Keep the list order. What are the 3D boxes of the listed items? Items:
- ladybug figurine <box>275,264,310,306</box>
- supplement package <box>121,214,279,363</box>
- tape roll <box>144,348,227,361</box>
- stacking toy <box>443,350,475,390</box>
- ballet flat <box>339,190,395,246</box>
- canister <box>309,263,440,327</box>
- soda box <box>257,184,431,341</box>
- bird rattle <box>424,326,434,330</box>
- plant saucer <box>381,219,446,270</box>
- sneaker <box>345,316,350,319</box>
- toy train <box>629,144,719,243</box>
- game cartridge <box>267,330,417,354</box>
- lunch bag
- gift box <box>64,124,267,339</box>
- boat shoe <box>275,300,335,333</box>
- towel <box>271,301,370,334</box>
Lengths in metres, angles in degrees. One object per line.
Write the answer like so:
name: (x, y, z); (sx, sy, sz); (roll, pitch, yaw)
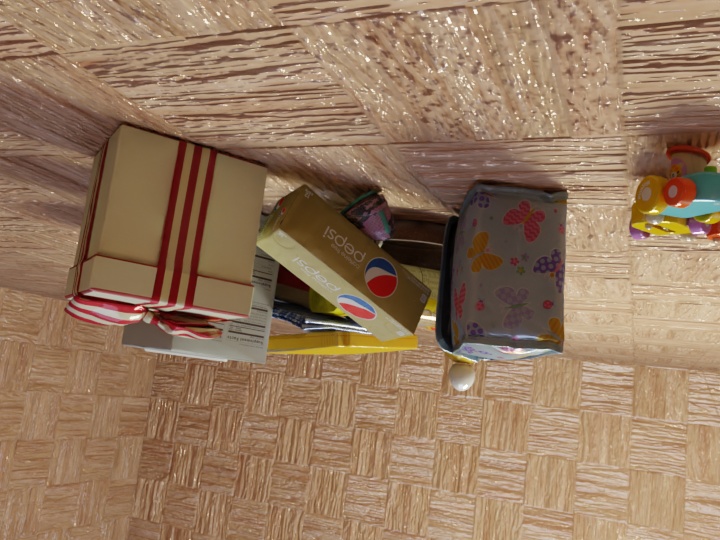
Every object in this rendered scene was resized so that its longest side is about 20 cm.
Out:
ladybug figurine: (-0.101, 0.007, 1.117); (0.198, 0.073, 0.136); (9, -162, -27)
supplement package: (-0.219, 0.018, 0.943); (0.150, 0.203, 0.151); (16, 168, -41)
tape roll: (-0.279, 0.045, 1.140); (0.137, 0.206, 0.203); (8, 170, -7)
stacking toy: (0.190, 0.119, 1.242); (0.144, 0.203, 0.146); (7, 170, 1)
ballet flat: (-0.016, -0.041, 0.824); (0.069, 0.072, 0.199); (-25, -177, -26)
canister: (0.042, 0.032, 0.977); (0.197, 0.088, 0.148); (9, 172, -21)
soda box: (-0.017, -0.004, 0.757); (0.199, 0.064, 0.067); (38, 150, -21)
bird rattle: (0.171, 0.104, 1.596); (0.198, 0.114, 0.163); (-12, 175, 22)
plant saucer: (0.075, -0.035, 0.927); (0.197, 0.037, 0.200); (8, 170, 1)
sneaker: (-0.050, 0.045, 1.235); (0.197, 0.100, 0.071); (2, 151, 5)
toy train: (0.307, -0.062, 0.570); (0.148, 0.056, 0.200); (1, 172, 23)
game cartridge: (-0.035, 0.119, 1.111); (0.175, 0.033, 0.199); (8, 165, -44)
lunch bag: (0.151, 0.014, 0.756); (0.125, 0.172, 0.200); (5, 171, 2)
gift box: (-0.212, -0.025, 0.739); (0.182, 0.190, 0.199); (12, 168, -25)
boat shoe: (-0.113, 0.043, 1.206); (0.198, 0.093, 0.075); (26, 124, -11)
towel: (-0.087, 0.070, 1.005); (0.144, 0.024, 0.199); (11, 180, -41)
